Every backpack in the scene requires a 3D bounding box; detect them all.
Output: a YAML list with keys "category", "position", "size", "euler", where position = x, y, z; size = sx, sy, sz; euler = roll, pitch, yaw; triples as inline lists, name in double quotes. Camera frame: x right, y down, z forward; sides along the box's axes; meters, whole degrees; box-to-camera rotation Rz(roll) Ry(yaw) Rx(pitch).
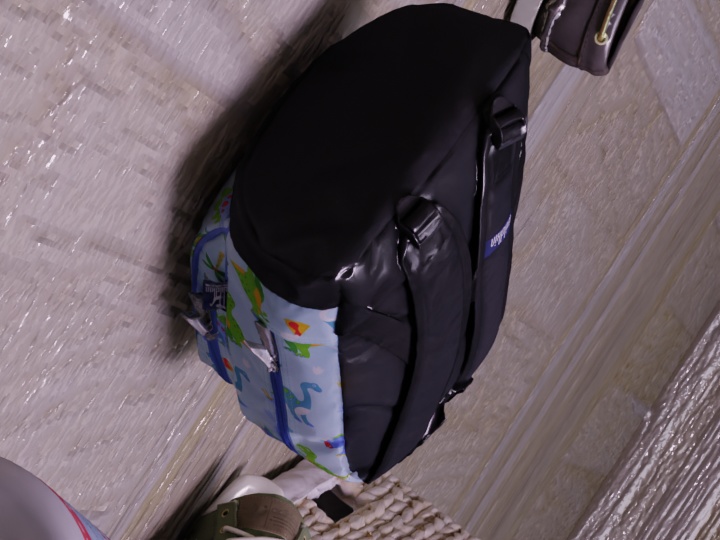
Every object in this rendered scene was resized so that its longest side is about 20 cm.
- category: "backpack"
  position: [0.000, 0.000, 1.202]
  size: [0.163, 0.154, 0.200]
  euler: [-53, 146, -30]

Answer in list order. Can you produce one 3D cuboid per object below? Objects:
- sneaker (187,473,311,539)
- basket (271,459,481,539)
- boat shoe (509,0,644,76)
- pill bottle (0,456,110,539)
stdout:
- category: "sneaker"
  position: [-0.063, 0.156, 1.425]
  size: [0.200, 0.067, 0.090]
  euler: [-121, -126, -82]
- category: "basket"
  position: [-0.021, 0.232, 1.623]
  size: [0.200, 0.161, 0.198]
  euler: [-62, 166, 15]
- category: "boat shoe"
  position: [0.157, -0.195, 1.473]
  size: [0.201, 0.061, 0.072]
  euler: [-56, 168, -7]
- category: "pill bottle"
  position: [-0.136, 0.134, 1.029]
  size: [0.109, 0.109, 0.200]
  euler: [-55, 169, -8]
